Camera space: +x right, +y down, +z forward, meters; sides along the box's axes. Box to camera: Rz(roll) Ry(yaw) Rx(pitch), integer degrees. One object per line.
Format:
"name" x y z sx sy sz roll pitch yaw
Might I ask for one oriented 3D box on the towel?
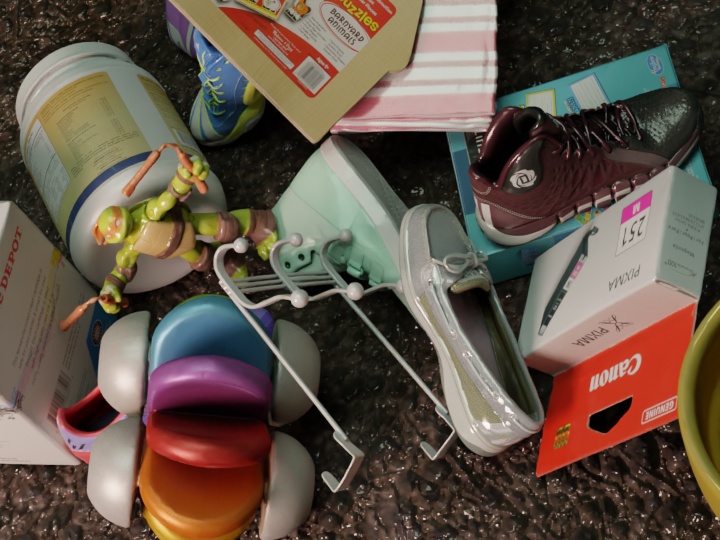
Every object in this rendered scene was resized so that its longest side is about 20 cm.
"towel" 0.045 -0.214 1.258 0.144 0.030 0.203 0 79 7

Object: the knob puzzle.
"knob puzzle" -0.035 -0.235 1.235 0.216 0.030 0.223 1 82 -9

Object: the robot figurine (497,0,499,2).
"robot figurine" 0.042 -0.265 1.338 0.198 0.152 0.125 -28 11 3

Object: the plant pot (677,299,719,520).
"plant pot" 0.317 0.118 0.967 0.198 0.189 0.203 -9 58 15

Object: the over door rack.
"over door rack" -0.007 0.054 1.121 0.067 0.147 0.201 -42 69 31

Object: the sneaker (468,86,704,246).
"sneaker" 0.170 -0.100 1.140 0.198 0.116 0.076 -31 55 1

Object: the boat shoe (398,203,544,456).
"boat shoe" 0.087 0.037 1.143 0.065 0.074 0.204 -33 65 43

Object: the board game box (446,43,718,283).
"board game box" 0.178 -0.087 1.229 0.197 0.047 0.153 -16 56 11

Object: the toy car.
"toy car" -0.116 0.109 1.126 0.172 0.150 0.203 5 73 -6

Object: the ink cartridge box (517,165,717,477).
"ink cartridge box" 0.174 0.042 1.078 0.043 0.200 0.175 23 63 -15

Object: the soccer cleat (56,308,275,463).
"soccer cleat" -0.158 0.091 1.231 0.199 0.077 0.067 -34 54 -1

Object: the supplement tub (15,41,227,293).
"supplement tub" -0.218 -0.095 1.323 0.143 0.145 0.201 -33 54 -1

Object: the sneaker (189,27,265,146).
"sneaker" -0.121 -0.186 1.317 0.200 0.104 0.076 -45 56 37

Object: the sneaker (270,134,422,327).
"sneaker" 0.000 0.000 1.242 0.118 0.073 0.201 -44 68 22

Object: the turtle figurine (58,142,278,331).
"turtle figurine" -0.158 -0.023 1.222 0.201 0.160 0.065 -57 43 26

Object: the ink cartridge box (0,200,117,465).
"ink cartridge box" -0.320 0.054 1.238 0.143 0.201 0.149 0 60 20

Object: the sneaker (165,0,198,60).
"sneaker" -0.131 -0.301 1.428 0.114 0.072 0.203 26 96 38
